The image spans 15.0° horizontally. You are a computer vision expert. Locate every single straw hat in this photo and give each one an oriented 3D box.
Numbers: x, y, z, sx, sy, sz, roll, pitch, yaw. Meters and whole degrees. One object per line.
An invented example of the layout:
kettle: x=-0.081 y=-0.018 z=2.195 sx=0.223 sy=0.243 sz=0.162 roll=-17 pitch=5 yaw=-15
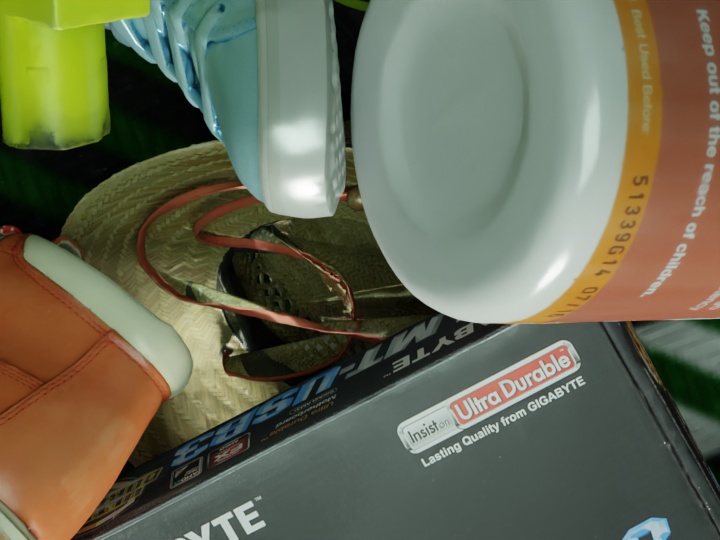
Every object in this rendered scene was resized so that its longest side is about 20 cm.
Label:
straw hat: x=0.000 y=0.000 z=0.887 sx=0.200 sy=0.085 sz=0.201 roll=6 pitch=137 yaw=6

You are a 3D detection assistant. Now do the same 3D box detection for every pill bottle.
pill bottle: x=0.107 y=-0.042 z=0.753 sx=0.200 sy=0.112 sz=0.112 roll=0 pitch=106 yaw=-33

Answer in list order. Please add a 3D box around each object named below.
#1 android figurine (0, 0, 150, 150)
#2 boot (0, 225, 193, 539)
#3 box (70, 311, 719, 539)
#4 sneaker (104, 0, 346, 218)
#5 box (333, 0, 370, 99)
android figurine: x=-0.108 y=-0.137 z=0.756 sx=0.041 sy=0.182 sz=0.201 roll=-15 pitch=112 yaw=-33
boot: x=-0.136 y=0.026 z=0.838 sx=0.107 sy=0.200 sz=0.075 roll=-49 pitch=136 yaw=-18
box: x=0.027 y=0.122 z=0.828 sx=0.200 sy=0.050 sz=0.199 roll=-27 pitch=108 yaw=8
sneaker: x=-0.053 y=-0.081 z=0.787 sx=0.082 sy=0.200 sz=0.074 roll=-11 pitch=131 yaw=-4
box: x=-0.010 y=-0.172 z=0.876 sx=0.143 sy=0.036 sz=0.200 roll=34 pitch=99 yaw=-9
